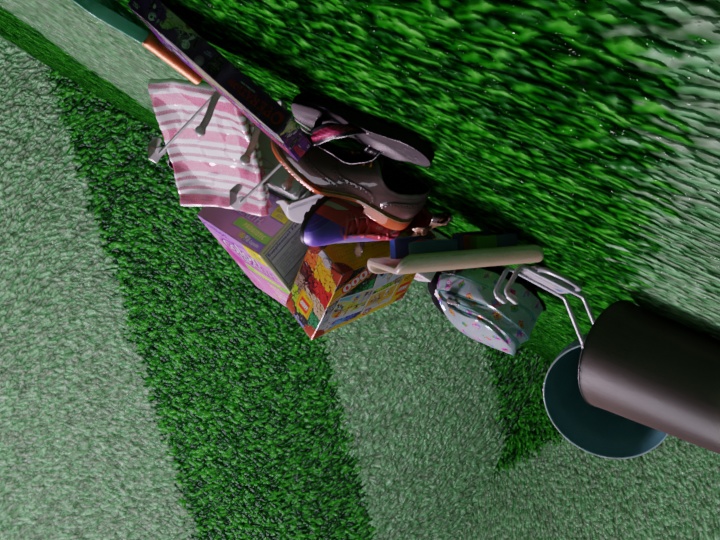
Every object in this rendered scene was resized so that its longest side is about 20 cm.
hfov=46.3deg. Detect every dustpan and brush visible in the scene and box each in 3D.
[{"bbox_3d":[-0.059,-0.099,1.133,0.058,0.138,0.200,64,162,11],"label":"dustpan and brush"}]

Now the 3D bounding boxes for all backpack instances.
[{"bbox_3d":[0.223,0.059,1.468,0.166,0.128,0.199,34,172,-40],"label":"backpack"}]

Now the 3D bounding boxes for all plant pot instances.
[{"bbox_3d":[0.401,0.174,1.331,0.198,0.202,0.135,28,-148,13],"label":"plant pot"}]

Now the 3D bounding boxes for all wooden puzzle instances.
[{"bbox_3d":[0.113,-0.025,1.071,0.182,0.047,0.200,-5,-179,-11],"label":"wooden puzzle"}]

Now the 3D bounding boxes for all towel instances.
[{"bbox_3d":[-0.204,-0.165,1.150,0.144,0.030,0.202,8,133,19],"label":"towel"}]

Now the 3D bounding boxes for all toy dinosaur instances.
[{"bbox_3d":[0.026,-0.089,1.208,0.134,0.087,0.200,-3,-146,-41],"label":"toy dinosaur"}]

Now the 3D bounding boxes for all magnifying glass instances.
[{"bbox_3d":[-0.253,-0.268,0.917,0.199,0.022,0.080,31,-163,-37],"label":"magnifying glass"}]

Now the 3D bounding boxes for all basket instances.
[{"bbox_3d":[0.381,0.133,0.981,0.198,0.138,0.179,22,178,41],"label":"basket"}]

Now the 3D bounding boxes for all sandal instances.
[{"bbox_3d":[-0.011,-0.135,0.863,0.199,0.046,0.075,28,178,41],"label":"sandal"}]

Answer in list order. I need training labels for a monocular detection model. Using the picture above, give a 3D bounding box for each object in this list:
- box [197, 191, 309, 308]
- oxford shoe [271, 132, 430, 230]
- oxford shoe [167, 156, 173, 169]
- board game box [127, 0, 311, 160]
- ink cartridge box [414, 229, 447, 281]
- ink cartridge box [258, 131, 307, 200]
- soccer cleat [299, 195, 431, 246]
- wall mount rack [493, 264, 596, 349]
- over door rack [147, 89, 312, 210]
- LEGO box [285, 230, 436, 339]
[{"bbox_3d":[-0.135,-0.032,1.350,0.175,0.097,0.201,30,161,41],"label":"box"},{"bbox_3d":[-0.009,-0.123,0.989,0.197,0.072,0.073,24,140,-19],"label":"oxford shoe"},{"bbox_3d":[-0.263,-0.198,1.305,0.083,0.203,0.073,-13,149,-1],"label":"oxford shoe"},{"bbox_3d":[-0.139,-0.195,0.855,0.199,0.032,0.120,41,-176,8],"label":"board game box"},{"bbox_3d":[0.048,-0.062,1.469,0.198,0.084,0.147,30,178,-3],"label":"ink cartridge box"},{"bbox_3d":[-0.135,-0.170,1.272,0.145,0.084,0.200,30,179,-3],"label":"ink cartridge box"},{"bbox_3d":[0.009,-0.064,1.046,0.073,0.069,0.198,38,-143,28],"label":"soccer cleat"},{"bbox_3d":[0.279,0.054,1.192,0.172,0.075,0.200,29,179,2],"label":"wall mount rack"},{"bbox_3d":[-0.157,-0.147,1.053,0.147,0.068,0.199,30,138,-33],"label":"over door rack"},{"bbox_3d":[0.000,0.000,1.275,0.198,0.150,0.077,-22,-119,-38],"label":"LEGO box"}]
